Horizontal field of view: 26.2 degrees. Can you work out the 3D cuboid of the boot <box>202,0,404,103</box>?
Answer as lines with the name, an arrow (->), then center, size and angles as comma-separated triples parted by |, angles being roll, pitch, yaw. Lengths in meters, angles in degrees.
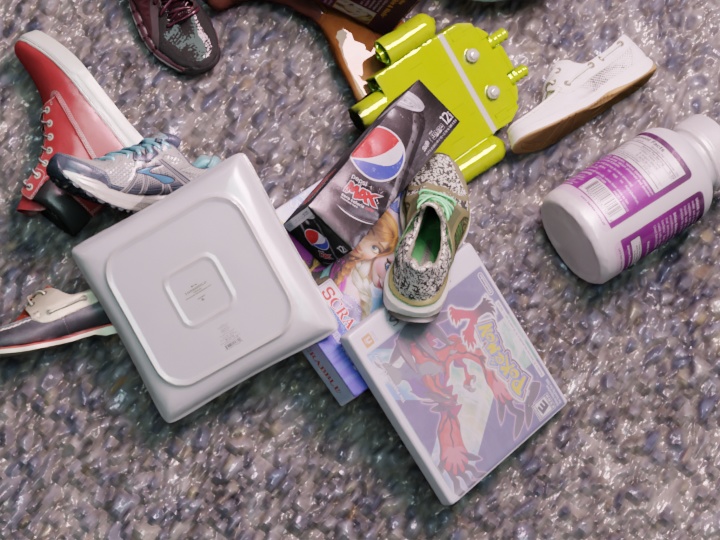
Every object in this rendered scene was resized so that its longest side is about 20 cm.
boot -> -0.050, -0.266, 1.678 | 0.188, 0.068, 0.201 | -29, 84, -25

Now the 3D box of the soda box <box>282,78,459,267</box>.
soda box -> 0.012, -0.098, 1.548 | 0.063, 0.071, 0.200 | 44, 60, -8

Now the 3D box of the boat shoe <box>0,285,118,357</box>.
boat shoe -> -0.297, 0.044, 1.540 | 0.199, 0.071, 0.063 | -13, 91, -17

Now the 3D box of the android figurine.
android figurine -> 0.090, -0.185, 1.657 | 0.200, 0.041, 0.183 | -32, 100, -15

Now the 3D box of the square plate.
square plate -> -0.153, 0.018, 1.502 | 0.199, 0.028, 0.199 | -29, 90, 6

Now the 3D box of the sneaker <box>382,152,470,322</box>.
sneaker -> 0.074, -0.048, 1.531 | 0.076, 0.089, 0.201 | 12, 54, -1

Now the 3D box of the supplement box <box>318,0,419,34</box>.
supplement box -> -0.026, -0.341, 1.611 | 0.199, 0.110, 0.086 | 25, 69, -11

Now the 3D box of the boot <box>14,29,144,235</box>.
boot -> -0.323, -0.139, 1.595 | 0.144, 0.072, 0.200 | -39, 86, -14

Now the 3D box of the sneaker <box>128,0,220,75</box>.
sneaker -> -0.215, -0.305, 1.630 | 0.075, 0.116, 0.200 | -33, 80, -15

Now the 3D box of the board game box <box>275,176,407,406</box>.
board game box -> 0.000, 0.000, 1.574 | 0.199, 0.041, 0.200 | -36, 90, -30

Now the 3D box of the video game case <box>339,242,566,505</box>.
video game case -> 0.097, 0.102, 1.556 | 0.182, 0.023, 0.201 | -36, 99, -29

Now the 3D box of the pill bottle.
pill bottle -> 0.299, -0.081, 1.638 | 0.199, 0.112, 0.113 | -32, 81, -15

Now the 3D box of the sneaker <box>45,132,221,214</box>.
sneaker -> -0.224, -0.101, 1.552 | 0.199, 0.077, 0.087 | 13, 92, -42

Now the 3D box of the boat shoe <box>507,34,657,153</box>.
boat shoe -> 0.229, -0.195, 1.685 | 0.200, 0.071, 0.069 | -31, 79, -24
